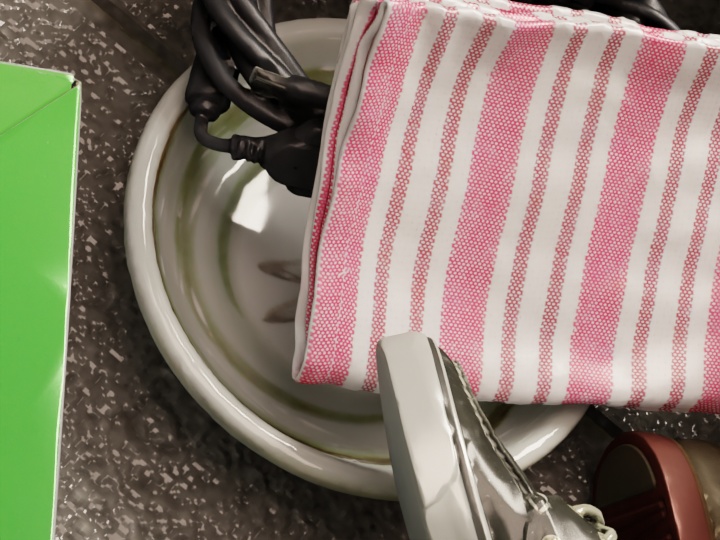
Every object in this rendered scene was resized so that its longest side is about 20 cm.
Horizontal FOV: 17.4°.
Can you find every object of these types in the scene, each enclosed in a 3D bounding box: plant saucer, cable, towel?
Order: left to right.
[{"bbox_3d":[0.000,0.000,0.903,0.199,0.050,0.201,10,62,-19],"label":"plant saucer"},{"bbox_3d":[0.032,-0.091,0.901,0.199,0.051,0.164,7,59,-10],"label":"cable"},{"bbox_3d":[0.078,-0.020,0.852,0.199,0.030,0.147,6,101,-20],"label":"towel"}]

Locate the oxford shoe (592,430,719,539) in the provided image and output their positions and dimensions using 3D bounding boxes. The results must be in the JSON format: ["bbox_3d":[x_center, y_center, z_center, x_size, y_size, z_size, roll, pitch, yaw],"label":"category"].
[{"bbox_3d":[0.148,0.153,0.877,0.074,0.070,0.201,2,65,-28],"label":"oxford shoe"}]

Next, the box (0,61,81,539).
[{"bbox_3d":[-0.153,0.059,0.731,0.096,0.177,0.201,10,61,-18],"label":"box"}]

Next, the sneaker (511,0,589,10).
[{"bbox_3d":[0.082,-0.112,0.985,0.091,0.076,0.200,-30,80,-38],"label":"sneaker"}]

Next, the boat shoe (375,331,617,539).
[{"bbox_3d":[0.059,0.111,0.798,0.063,0.071,0.201,-18,78,-7],"label":"boat shoe"}]
